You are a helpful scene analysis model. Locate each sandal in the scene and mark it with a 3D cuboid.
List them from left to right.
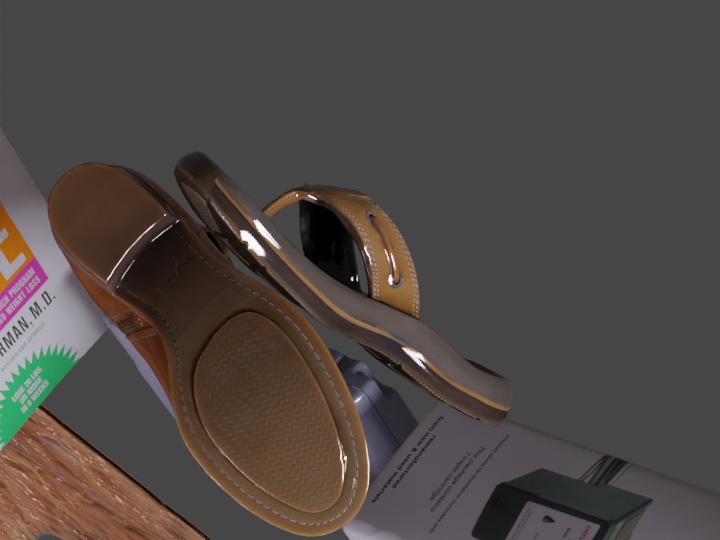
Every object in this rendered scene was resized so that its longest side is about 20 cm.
[{"bbox_3d":[0.000,0.000,1.118,0.200,0.055,0.082,35,179,-31],"label":"sandal"}]

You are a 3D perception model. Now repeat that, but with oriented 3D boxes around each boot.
[{"bbox_3d":[-0.066,0.036,1.215,0.200,0.077,0.155,44,178,6],"label":"boot"}]

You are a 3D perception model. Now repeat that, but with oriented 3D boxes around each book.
[{"bbox_3d":[-0.217,0.006,1.385,0.048,0.134,0.200,23,154,37],"label":"book"}]

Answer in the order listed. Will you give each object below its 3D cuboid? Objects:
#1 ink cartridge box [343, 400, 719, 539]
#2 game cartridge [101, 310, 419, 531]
[{"bbox_3d":[0.110,0.153,1.187,0.199,0.084,0.146,17,150,47],"label":"ink cartridge box"},{"bbox_3d":[-0.037,0.077,1.362,0.199,0.042,0.134,18,146,45],"label":"game cartridge"}]
